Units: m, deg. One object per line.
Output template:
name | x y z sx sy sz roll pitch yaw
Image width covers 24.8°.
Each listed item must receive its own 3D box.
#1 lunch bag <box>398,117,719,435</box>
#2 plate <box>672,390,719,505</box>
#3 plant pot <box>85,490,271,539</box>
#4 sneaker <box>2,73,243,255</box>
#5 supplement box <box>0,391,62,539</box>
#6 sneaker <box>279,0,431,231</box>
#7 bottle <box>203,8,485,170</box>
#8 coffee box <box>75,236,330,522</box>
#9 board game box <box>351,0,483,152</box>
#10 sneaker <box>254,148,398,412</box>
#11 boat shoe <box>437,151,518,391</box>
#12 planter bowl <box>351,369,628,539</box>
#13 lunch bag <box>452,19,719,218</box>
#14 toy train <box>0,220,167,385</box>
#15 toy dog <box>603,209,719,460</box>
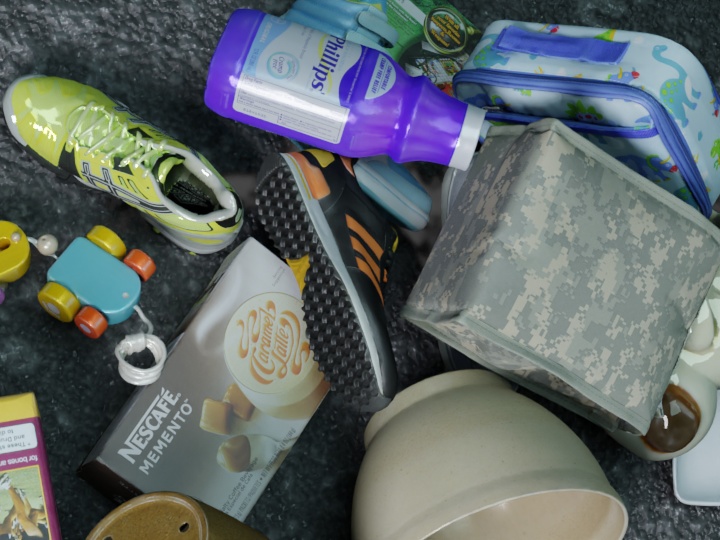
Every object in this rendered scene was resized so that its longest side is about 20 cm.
lunch bag | 0.157 0.008 1.180 0.199 0.117 0.165 30 79 -21
plate | 0.342 0.103 1.386 0.199 0.032 0.201 6 76 -20
plant pot | -0.098 0.238 1.048 0.187 0.186 0.200 -52 135 -23
sneaker | -0.167 -0.088 1.201 0.199 0.076 0.076 30 70 -12
supplement box | -0.254 0.187 1.017 0.130 0.103 0.201 -7 80 -22
sneaker | 0.007 -0.134 1.265 0.200 0.080 0.131 43 84 -8
bottle | -0.010 -0.125 1.187 0.199 0.065 0.084 19 51 0
coffee box | -0.100 0.093 1.183 0.114 0.080 0.200 38 66 -9
board game box | 0.050 -0.174 1.338 0.200 0.023 0.105 41 69 -9
sneaker | 0.000 0.000 1.169 0.090 0.070 0.201 -13 71 -33
boat shoe | 0.099 0.009 1.270 0.070 0.071 0.202 -5 95 -15
planter bowl | 0.078 0.159 1.195 0.199 0.201 0.135 -4 52 -23
lunch bag | 0.176 -0.115 1.251 0.083 0.199 0.161 -57 137 -23
toy train | -0.238 0.039 1.143 0.199 0.056 0.151 -2 65 -12
toy dog | 0.264 0.060 1.292 0.200 0.139 0.194 -43 101 -12
